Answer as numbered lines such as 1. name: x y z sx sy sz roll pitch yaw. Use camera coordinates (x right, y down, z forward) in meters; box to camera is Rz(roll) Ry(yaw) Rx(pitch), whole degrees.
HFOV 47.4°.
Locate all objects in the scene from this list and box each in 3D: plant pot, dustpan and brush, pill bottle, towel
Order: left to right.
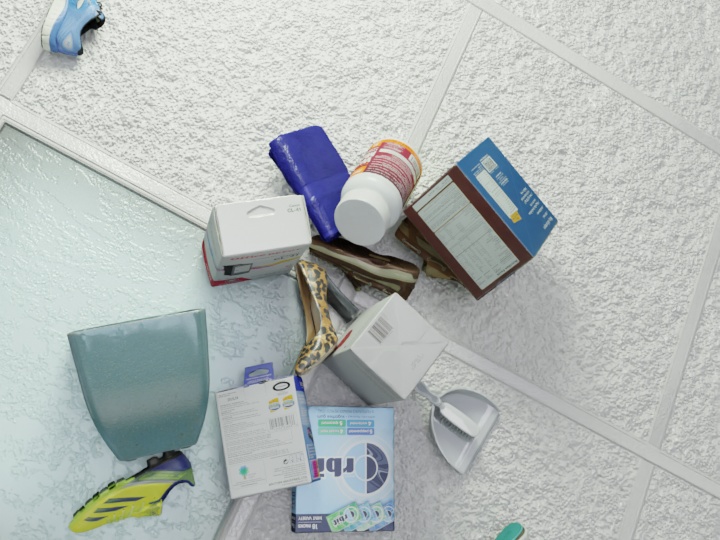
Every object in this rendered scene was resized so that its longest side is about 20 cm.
1. plant pot: -0.324 0.173 1.246 0.194 0.196 0.203 -10 91 -18
2. towel: -0.071 -0.153 1.441 0.147 0.049 0.201 -27 86 -52
3. pill bottle: 0.030 -0.137 1.411 0.109 0.110 0.201 36 42 -6
4. dustpan and brush: 0.147 0.244 1.426 0.199 0.057 0.140 37 71 -5

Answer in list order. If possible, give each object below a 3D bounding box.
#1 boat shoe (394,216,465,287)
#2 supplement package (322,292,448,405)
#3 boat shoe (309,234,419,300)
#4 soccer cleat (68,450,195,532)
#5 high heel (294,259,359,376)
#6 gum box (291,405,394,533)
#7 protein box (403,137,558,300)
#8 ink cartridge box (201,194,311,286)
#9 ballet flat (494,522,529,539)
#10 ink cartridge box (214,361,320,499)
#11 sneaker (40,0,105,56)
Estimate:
1. boat shoe: 0.142 -0.023 1.485 0.074 0.076 0.200 -43 99 13
2. supplement package: 0.034 0.134 1.344 0.120 0.200 0.121 42 70 -4
3. boat shoe: -0.001 0.002 1.431 0.200 0.075 0.076 20 109 6
4. soccer cleat: -0.347 0.353 1.260 0.199 0.065 0.084 -30 90 -20
5. high heel: -0.096 0.076 1.367 0.143 0.071 0.200 45 42 -8
6. gum box: -0.029 0.329 1.366 0.168 0.045 0.203 3 77 -14
7. protein box: 0.215 -0.095 1.434 0.200 0.135 0.198 50 33 -1
8. ink cartridge box: -0.172 -0.045 1.325 0.146 0.200 0.087 -10 80 -17
9. ballet flat: 0.217 0.513 1.391 0.199 0.069 0.070 -33 88 -21
10. ink cartridge box: -0.150 0.248 1.308 0.135 0.076 0.202 -12 79 5
11. sneaker: -0.475 -0.457 1.403 0.088 0.078 0.202 18 82 -19
